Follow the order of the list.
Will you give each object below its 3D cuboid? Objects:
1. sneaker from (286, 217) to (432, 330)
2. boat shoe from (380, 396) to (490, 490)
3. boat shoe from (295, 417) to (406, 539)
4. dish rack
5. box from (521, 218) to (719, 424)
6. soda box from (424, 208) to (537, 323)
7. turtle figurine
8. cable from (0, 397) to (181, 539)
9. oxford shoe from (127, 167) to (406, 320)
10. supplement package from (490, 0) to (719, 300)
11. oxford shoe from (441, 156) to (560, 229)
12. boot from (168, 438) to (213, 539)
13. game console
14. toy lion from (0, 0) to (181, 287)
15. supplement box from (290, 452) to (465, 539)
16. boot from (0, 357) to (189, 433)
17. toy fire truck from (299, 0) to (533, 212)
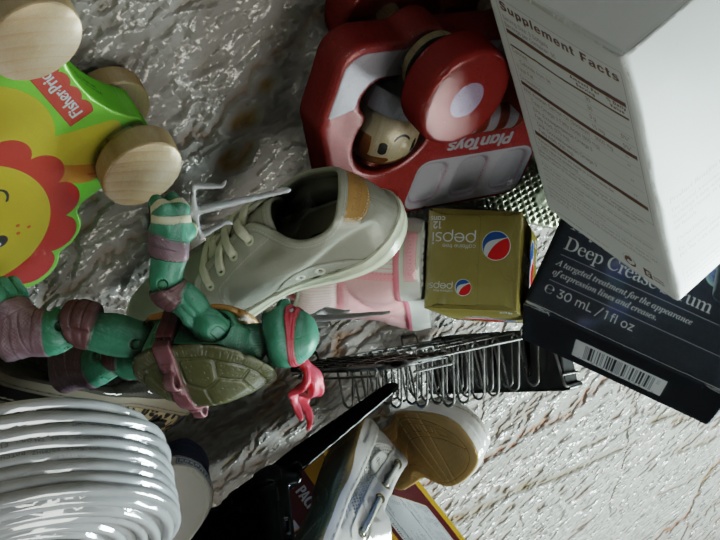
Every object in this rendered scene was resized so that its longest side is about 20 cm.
[{"bbox_3d":[0.000,0.000,1.053,0.103,0.077,0.200,-1,173,6],"label":"sneaker"},{"bbox_3d":[0.066,0.132,1.219,0.069,0.071,0.200,-31,-179,-21],"label":"boat shoe"},{"bbox_3d":[-0.007,0.199,1.119,0.071,0.069,0.201,-45,-165,45],"label":"boat shoe"},{"bbox_3d":[0.053,0.077,1.132,0.198,0.055,0.152,-7,179,-43],"label":"dish rack"},{"bbox_3d":[0.216,-0.023,1.020,0.107,0.147,0.202,73,42,-73],"label":"box"},{"bbox_3d":[0.089,0.000,1.058,0.200,0.063,0.069,20,72,-79],"label":"soda box"},{"bbox_3d":[-0.091,0.027,0.809,0.197,0.102,0.150,-7,140,15],"label":"turtle figurine"},{"bbox_3d":[-0.201,0.144,0.848,0.198,0.070,0.200,-24,153,9],"label":"cable"},{"bbox_3d":[-0.067,-0.012,0.900,0.198,0.076,0.058,-21,138,27],"label":"oxford shoe"},{"bbox_3d":[0.165,-0.106,0.841,0.117,0.117,0.201,-38,138,-13],"label":"supplement package"},{"bbox_3d":[0.101,-0.075,1.082,0.198,0.058,0.076,12,115,-37],"label":"oxford shoe"},{"bbox_3d":[-0.176,0.210,1.069,0.200,0.073,0.090,-46,-173,2],"label":"boot"},{"bbox_3d":[-0.048,0.190,1.055,0.115,0.178,0.200,0,159,-25],"label":"game console"},{"bbox_3d":[-0.203,-0.055,0.772,0.190,0.069,0.200,-33,149,-1],"label":"toy lion"},{"bbox_3d":[-0.023,0.279,1.286,0.197,0.133,0.200,-47,148,8],"label":"supplement box"},{"bbox_3d":[-0.203,0.109,0.953,0.151,0.073,0.199,-51,153,14],"label":"boot"},{"bbox_3d":[0.048,-0.102,0.933,0.198,0.112,0.169,-14,138,-36],"label":"toy fire truck"}]
